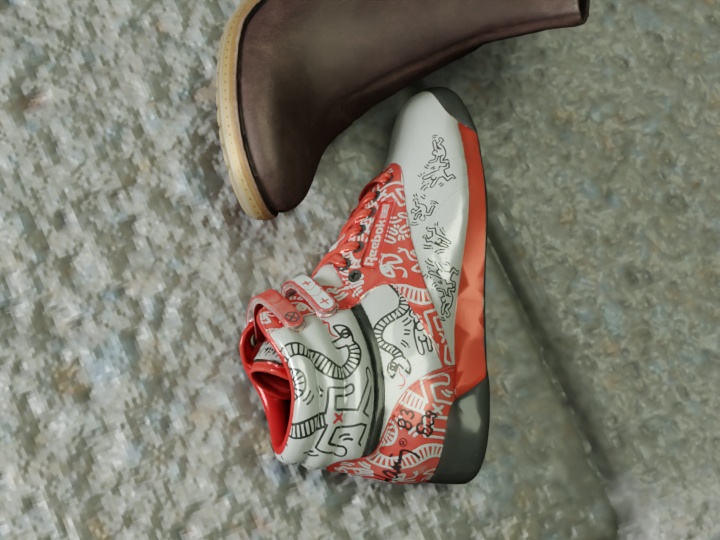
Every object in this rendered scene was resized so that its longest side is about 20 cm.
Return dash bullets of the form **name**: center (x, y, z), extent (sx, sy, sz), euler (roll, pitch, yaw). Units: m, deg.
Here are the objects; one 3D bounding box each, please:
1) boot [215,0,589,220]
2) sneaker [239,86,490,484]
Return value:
- **boot**: center (0.024, -0.116, 0.921), extent (0.166, 0.072, 0.200), euler (-3, 56, 20)
- **sneaker**: center (0.000, 0.000, 0.904), extent (0.108, 0.067, 0.202), euler (5, 69, -16)
